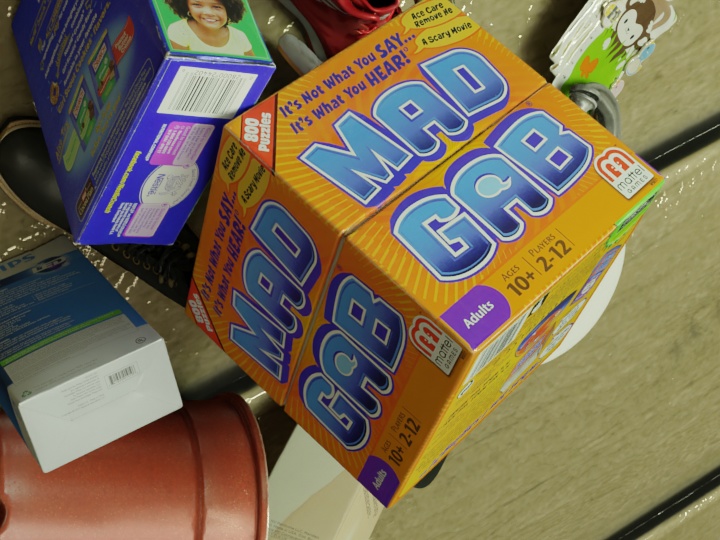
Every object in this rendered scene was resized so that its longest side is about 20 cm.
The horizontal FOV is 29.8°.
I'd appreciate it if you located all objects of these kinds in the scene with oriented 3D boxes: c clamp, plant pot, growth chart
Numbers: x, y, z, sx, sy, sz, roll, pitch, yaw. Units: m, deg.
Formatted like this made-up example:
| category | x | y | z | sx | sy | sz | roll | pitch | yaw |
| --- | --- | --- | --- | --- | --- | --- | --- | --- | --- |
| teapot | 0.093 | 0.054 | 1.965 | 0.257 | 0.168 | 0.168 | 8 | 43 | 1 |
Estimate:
| category | x | y | z | sx | sy | sz | roll | pitch | yaw |
| --- | --- | --- | --- | --- | --- | --- | --- | --- | --- |
| c clamp | 0.186 | -0.079 | 1.166 | 0.171 | 0.027 | 0.201 | 44 | 59 | -52 |
| plant pot | -0.197 | 0.187 | 1.033 | 0.194 | 0.201 | 0.202 | 7 | 108 | -27 |
| growth chart | 0.228 | -0.212 | 1.187 | 0.144 | 0.018 | 0.201 | 14 | 114 | -52 |

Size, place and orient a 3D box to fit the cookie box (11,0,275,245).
| category | x | y | z | sx | sy | sz | roll | pitch | yaw |
| --- | --- | --- | --- | --- | --- | --- | --- | --- | --- |
| cookie box | -0.146 | -0.146 | 0.863 | 0.075 | 0.201 | 0.171 | 1 | 142 | -34 |

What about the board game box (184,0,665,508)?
| category | x | y | z | sx | sy | sz | roll | pitch | yaw |
| --- | --- | --- | --- | --- | --- | --- | --- | --- | --- |
| board game box | 0.034 | -0.013 | 0.886 | 0.200 | 0.200 | 0.200 | -38 | 162 | -34 |

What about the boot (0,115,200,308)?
| category | x | y | z | sx | sy | sz | roll | pitch | yaw |
| --- | --- | --- | --- | --- | --- | --- | --- | --- | --- |
| boot | -0.165 | -0.033 | 0.975 | 0.200 | 0.138 | 0.078 | 31 | 93 | -37 |

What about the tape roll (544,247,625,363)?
| category | x | y | z | sx | sy | sz | roll | pitch | yaw |
| --- | --- | --- | --- | --- | --- | --- | --- | --- | --- |
| tape roll | 0.159 | -0.006 | 1.259 | 0.202 | 0.037 | 0.204 | -13 | 117 | -27 |

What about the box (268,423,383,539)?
| category | x | y | z | sx | sy | sz | roll | pitch | yaw |
| --- | --- | --- | --- | --- | --- | --- | --- | --- | --- |
| box | -0.028 | 0.186 | 1.133 | 0.095 | 0.077 | 0.201 | 82 | 30 | -51 |

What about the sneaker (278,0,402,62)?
| category | x | y | z | sx | sy | sz | roll | pitch | yaw |
| --- | --- | --- | --- | --- | --- | --- | --- | --- | --- |
| sneaker | 0.007 | -0.184 | 1.031 | 0.200 | 0.115 | 0.079 | 35 | 91 | -38 |

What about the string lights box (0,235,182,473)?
| category | x | y | z | sx | sy | sz | roll | pitch | yaw |
| --- | --- | --- | --- | --- | --- | --- | --- | --- | --- |
| string lights box | -0.213 | 0.050 | 0.943 | 0.102 | 0.200 | 0.059 | -24 | 122 | -20 |

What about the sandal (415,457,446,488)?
| category | x | y | z | sx | sy | sz | roll | pitch | yaw |
| --- | --- | --- | --- | --- | --- | --- | --- | --- | --- |
| sandal | 0.095 | 0.101 | 1.187 | 0.075 | 0.045 | 0.201 | 41 | 68 | -47 |

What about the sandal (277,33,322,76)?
| category | x | y | z | sx | sy | sz | roll | pitch | yaw |
| --- | --- | --- | --- | --- | --- | --- | --- | --- | --- |
| sandal | -0.018 | -0.108 | 1.077 | 0.059 | 0.079 | 0.207 | -39 | 133 | 9 |

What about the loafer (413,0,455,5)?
| category | x | y | z | sx | sy | sz | roll | pitch | yaw |
| --- | --- | --- | --- | --- | --- | --- | --- | --- | --- |
| loafer | 0.077 | -0.286 | 1.014 | 0.076 | 0.067 | 0.201 | 30 | 68 | -77 |
